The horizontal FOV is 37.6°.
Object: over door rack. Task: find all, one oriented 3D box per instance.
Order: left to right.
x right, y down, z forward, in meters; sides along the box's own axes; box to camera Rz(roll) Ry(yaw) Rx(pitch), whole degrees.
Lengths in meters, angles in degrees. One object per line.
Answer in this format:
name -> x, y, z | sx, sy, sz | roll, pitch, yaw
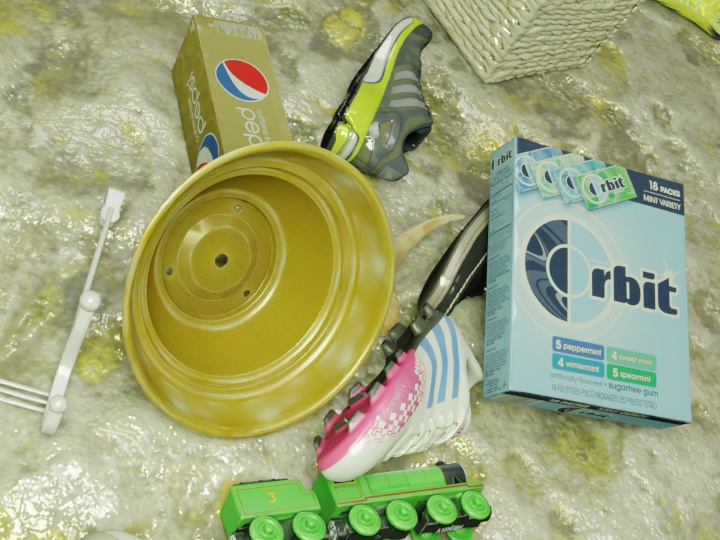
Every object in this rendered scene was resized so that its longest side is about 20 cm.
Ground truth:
over door rack -> -0.237, -0.008, 0.674 | 0.146, 0.067, 0.202 | 20, 47, -17

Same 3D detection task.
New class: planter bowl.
planter bowl -> -0.080, 0.004, 0.716 | 0.198, 0.203, 0.083 | -3, 19, -33

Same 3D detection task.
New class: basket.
basket -> 0.181, -0.325, 1.119 | 0.197, 0.161, 0.201 | -16, 63, -39

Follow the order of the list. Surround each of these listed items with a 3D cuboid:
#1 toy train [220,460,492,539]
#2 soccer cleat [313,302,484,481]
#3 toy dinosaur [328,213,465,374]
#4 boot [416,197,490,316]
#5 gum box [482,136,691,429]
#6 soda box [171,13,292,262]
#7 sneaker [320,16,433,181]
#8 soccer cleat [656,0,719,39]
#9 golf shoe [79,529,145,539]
toy train -> 0.000, 0.159, 0.702 | 0.198, 0.042, 0.057 | 0, 44, -31
soccer cleat -> 0.039, 0.096, 0.738 | 0.087, 0.070, 0.200 | 49, 34, -5
toy dinosaur -> 0.000, 0.000, 0.832 | 0.101, 0.058, 0.201 | 45, 51, -12
boot -> 0.144, 0.013, 0.887 | 0.150, 0.073, 0.200 | 40, 39, 4
gum box -> 0.180, 0.012, 0.837 | 0.168, 0.044, 0.203 | 11, 71, -22
soda box -> -0.098, -0.105, 0.836 | 0.063, 0.068, 0.202 | 4, 53, -28
sneaker -> 0.030, -0.152, 0.960 | 0.081, 0.074, 0.201 | 34, 52, -11
soccer cleat -> 0.440, -0.345, 1.361 | 0.198, 0.065, 0.085 | 15, 51, -21
golf shoe -> -0.071, 0.191, 0.607 | 0.199, 0.078, 0.098 | 37, 45, -13
